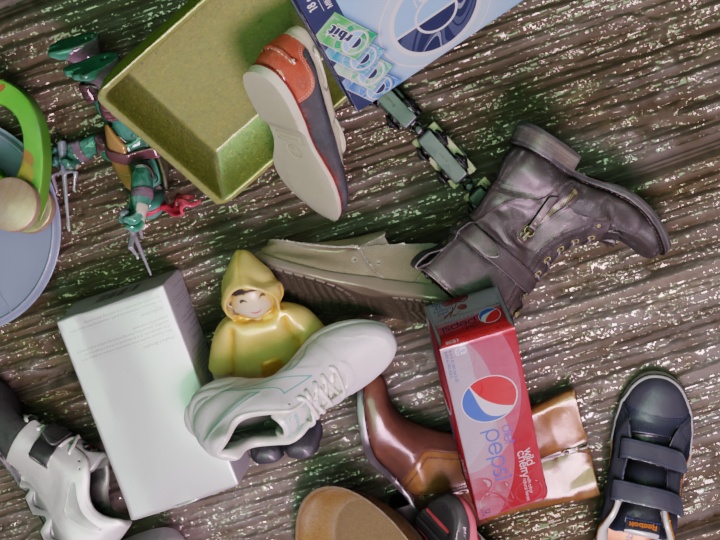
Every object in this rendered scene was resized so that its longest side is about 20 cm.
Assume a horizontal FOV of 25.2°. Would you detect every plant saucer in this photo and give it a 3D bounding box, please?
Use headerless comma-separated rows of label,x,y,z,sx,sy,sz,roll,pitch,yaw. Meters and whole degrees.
plant saucer,0.018,0.283,1.474,0.199,0.035,0.202,28,130,39
plant saucer,-0.107,-0.177,1.390,0.200,0.200,0.048,-40,51,6

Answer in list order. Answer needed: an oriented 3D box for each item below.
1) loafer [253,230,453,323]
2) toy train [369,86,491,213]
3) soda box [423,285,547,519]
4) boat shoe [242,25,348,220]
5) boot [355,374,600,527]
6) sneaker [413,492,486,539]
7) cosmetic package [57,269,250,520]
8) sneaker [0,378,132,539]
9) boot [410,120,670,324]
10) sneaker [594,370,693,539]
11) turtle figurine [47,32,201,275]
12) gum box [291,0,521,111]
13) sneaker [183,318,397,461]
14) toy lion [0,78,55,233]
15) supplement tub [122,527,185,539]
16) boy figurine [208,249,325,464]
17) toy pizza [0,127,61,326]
loafer,0.000,0.000,1.454,0.198,0.076,0.069,11,62,12
toy train,0.077,-0.100,1.440,0.034,0.046,0.200,-43,94,12
soda box,0.109,0.116,1.381,0.069,0.064,0.201,-17,125,-2
boat shoe,-0.044,-0.123,1.401,0.071,0.201,0.063,20,61,32
boot,0.105,0.151,1.473,0.198,0.069,0.190,-19,98,7
sneaker,0.104,0.271,1.476,0.086,0.074,0.202,-21,130,-19
cosmetic package,-0.188,0.114,1.484,0.112,0.081,0.202,-17,100,8
sneaker,-0.279,0.174,1.495,0.088,0.074,0.201,-34,84,10
boot,0.157,-0.014,1.404,0.199,0.069,0.175,33,86,-17
sneaker,0.260,0.196,1.465,0.078,0.079,0.202,9,100,3
turtle figurine,-0.219,-0.105,1.437,0.100,0.149,0.202,-33,125,-31
gum box,0.043,-0.249,1.344,0.199,0.170,0.045,-35,53,-1
sneaker,-0.051,0.111,1.394,0.199,0.080,0.071,-27,119,-10
toy lion,-0.375,-0.130,1.438,0.198,0.069,0.194,0,90,7
supplement tub,-0.186,0.356,1.498,0.139,0.140,0.201,-27,98,9
boy figurine,-0.078,0.074,1.450,0.123,0.065,0.202,-6,121,5
toy pizza,-0.371,-0.042,1.491,0.198,0.032,0.203,1,97,7
